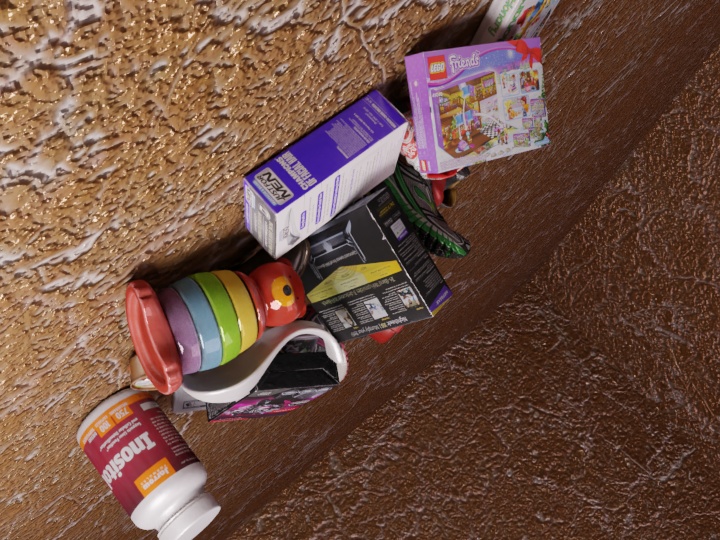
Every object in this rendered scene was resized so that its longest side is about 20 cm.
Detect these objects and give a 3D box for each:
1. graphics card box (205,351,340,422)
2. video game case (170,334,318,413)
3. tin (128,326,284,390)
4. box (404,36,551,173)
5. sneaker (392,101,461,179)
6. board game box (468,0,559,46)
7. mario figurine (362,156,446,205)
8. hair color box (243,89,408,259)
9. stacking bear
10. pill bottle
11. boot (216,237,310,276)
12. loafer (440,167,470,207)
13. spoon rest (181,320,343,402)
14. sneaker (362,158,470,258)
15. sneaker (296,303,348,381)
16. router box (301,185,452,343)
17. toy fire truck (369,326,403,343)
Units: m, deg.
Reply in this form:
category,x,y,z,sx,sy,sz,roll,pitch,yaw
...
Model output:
category,x,y,z,sx,sy,sz,roll,pitch,yaw
graphics card box,-0.126,0.162,1.019,0.124,0.052,0.200,1,157,-31
video game case,-0.173,0.146,1.091,0.197,0.024,0.183,-3,142,-22
tin,-0.198,0.114,0.957,0.197,0.042,0.112,-11,160,-13
box,0.149,-0.206,0.912,0.198,0.139,0.039,-17,-165,-32
sneaker,0.111,-0.179,0.994,0.200,0.108,0.068,-24,157,-51
board game box,0.203,-0.325,0.980,0.126,0.035,0.201,-31,160,-38
mario figurine,0.034,-0.115,1.076,0.198,0.107,0.123,-31,-161,-6
hair color box,-0.042,-0.112,0.866,0.199,0.065,0.110,-39,165,-22
stacking bear,-0.153,0.047,0.840,0.198,0.123,0.113,-20,176,-29
pill bottle,-0.278,0.264,0.988,0.113,0.200,0.113,-39,164,-13
boot,-0.149,0.025,0.922,0.200,0.075,0.097,-43,166,17
loafer,0.126,-0.128,1.232,0.073,0.072,0.201,-38,164,-23
spoon rest,-0.117,0.103,0.875,0.197,0.099,0.062,-14,112,-26
sneaker,0.078,-0.092,0.984,0.085,0.200,0.078,-49,-167,-13
sneaker,-0.069,0.116,1.173,0.074,0.081,0.202,-24,141,-16
router box,0.000,0.000,0.947,0.199,0.159,0.052,-20,-164,48
toy fire truck,0.010,0.073,1.345,0.201,0.128,0.176,-54,-172,17
